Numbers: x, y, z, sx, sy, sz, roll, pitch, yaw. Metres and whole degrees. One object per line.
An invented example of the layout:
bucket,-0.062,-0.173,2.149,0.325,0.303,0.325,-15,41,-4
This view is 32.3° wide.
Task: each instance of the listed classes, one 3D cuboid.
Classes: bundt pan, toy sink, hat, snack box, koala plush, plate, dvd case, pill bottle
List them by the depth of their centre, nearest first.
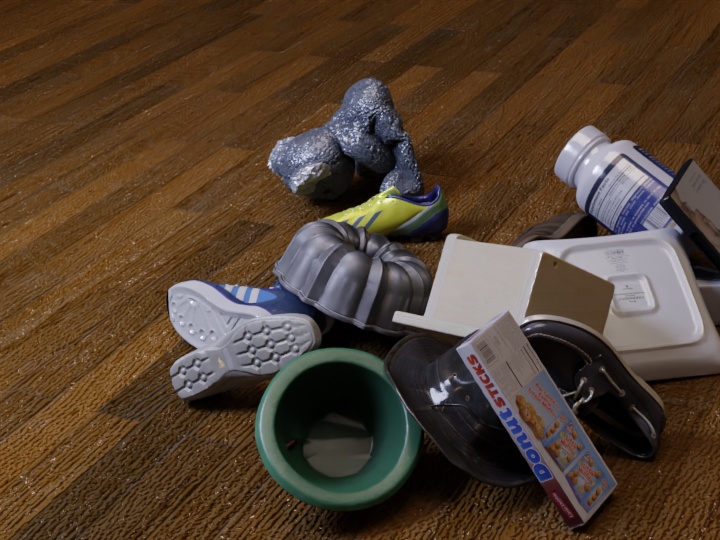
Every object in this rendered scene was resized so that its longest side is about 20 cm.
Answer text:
snack box,0.168,0.139,1.174,0.024,0.201,0.072,-31,2,44
hat,0.123,0.115,1.230,0.200,0.081,0.201,26,30,-16
hat,-0.029,0.187,1.282,0.165,0.176,0.201,24,56,4
toy sink,0.154,0.031,1.364,0.130,0.113,0.199,21,-8,-39
plate,0.302,0.033,1.410,0.198,0.032,0.201,-6,56,-9
bundt pan,0.000,0.000,1.491,0.201,0.076,0.202,21,16,-6
dvd case,0.443,-0.035,1.496,0.018,0.200,0.143,-40,1,34
pill bottle,0.352,-0.099,1.616,0.111,0.111,0.200,-27,58,-38
koala plush,-0.034,-0.175,1.853,0.199,0.185,0.177,-22,29,-8

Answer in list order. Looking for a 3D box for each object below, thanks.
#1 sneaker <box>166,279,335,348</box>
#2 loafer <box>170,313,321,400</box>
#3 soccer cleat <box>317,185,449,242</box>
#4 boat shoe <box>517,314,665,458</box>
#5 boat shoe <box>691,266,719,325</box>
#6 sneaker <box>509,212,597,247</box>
sneaker,-0.123,0.049,1.516,0.199,0.081,0.146,13,21,41
loafer,-0.121,0.091,1.367,0.199,0.070,0.070,-19,-3,31
soccer cleat,0.024,-0.078,1.723,0.199,0.084,0.065,-7,27,-6
boat shoe,0.229,0.116,1.230,0.073,0.200,0.063,-36,27,36
boat shoe,0.356,0.020,1.495,0.199,0.072,0.068,2,26,4
sneaker,0.230,-0.022,1.624,0.075,0.071,0.199,-1,16,45
